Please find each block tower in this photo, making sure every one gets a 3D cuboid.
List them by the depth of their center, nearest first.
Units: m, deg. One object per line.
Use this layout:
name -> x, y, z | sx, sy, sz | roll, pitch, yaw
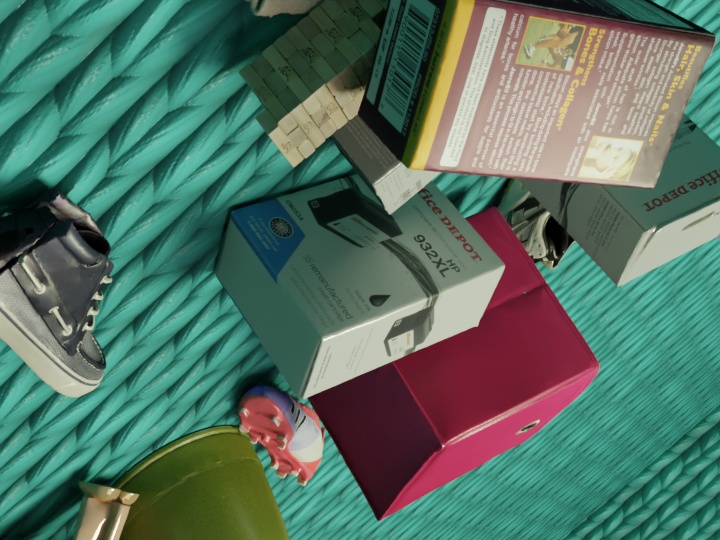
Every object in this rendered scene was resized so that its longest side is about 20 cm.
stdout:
block tower -> 0.010, -0.160, 0.739 | 0.199, 0.058, 0.054 | -40, 153, 1

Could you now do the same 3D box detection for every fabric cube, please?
fabric cube -> 0.075, 0.093, 1.099 | 0.198, 0.201, 0.197 | -21, 159, -30

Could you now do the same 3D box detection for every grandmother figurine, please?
grandmother figurine -> -0.267, 0.307, 1.055 | 0.121, 0.060, 0.203 | 35, 63, -60

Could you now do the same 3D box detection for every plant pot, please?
plant pot -> -0.152, 0.304, 1.171 | 0.199, 0.193, 0.201 | -30, 152, -18

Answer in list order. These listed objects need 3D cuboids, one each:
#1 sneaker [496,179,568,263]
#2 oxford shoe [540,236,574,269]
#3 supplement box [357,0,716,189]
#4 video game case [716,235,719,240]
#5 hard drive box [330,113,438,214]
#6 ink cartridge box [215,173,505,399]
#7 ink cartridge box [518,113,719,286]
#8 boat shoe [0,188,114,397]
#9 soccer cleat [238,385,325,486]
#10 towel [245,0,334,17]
sneaker -> 0.169, -0.030, 1.176 | 0.075, 0.088, 0.201 | -10, 143, -46
oxford shoe -> 0.260, -0.085, 1.219 | 0.200, 0.074, 0.071 | -46, 152, 14
supplement box -> 0.112, -0.125, 0.712 | 0.197, 0.086, 0.112 | 2, 120, -28
video game case -> 0.562, -0.137, 1.579 | 0.200, 0.023, 0.182 | -46, 152, 12
hard drive box -> 0.070, -0.143, 0.837 | 0.199, 0.077, 0.156 | -39, 173, 1
ink cartridge box -> 0.000, 0.000, 0.944 | 0.198, 0.146, 0.084 | -19, 147, -33
ink cartridge box -> 0.236, -0.100, 1.024 | 0.144, 0.201, 0.084 | -23, 150, -28
boat shoe -> -0.206, 0.021, 0.792 | 0.092, 0.075, 0.200 | -29, 152, -2
soccer cleat -> -0.081, 0.164, 1.206 | 0.201, 0.066, 0.077 | 71, 37, -54
towel -> 0.017, -0.231, 0.734 | 0.198, 0.035, 0.133 | -13, 145, -40
